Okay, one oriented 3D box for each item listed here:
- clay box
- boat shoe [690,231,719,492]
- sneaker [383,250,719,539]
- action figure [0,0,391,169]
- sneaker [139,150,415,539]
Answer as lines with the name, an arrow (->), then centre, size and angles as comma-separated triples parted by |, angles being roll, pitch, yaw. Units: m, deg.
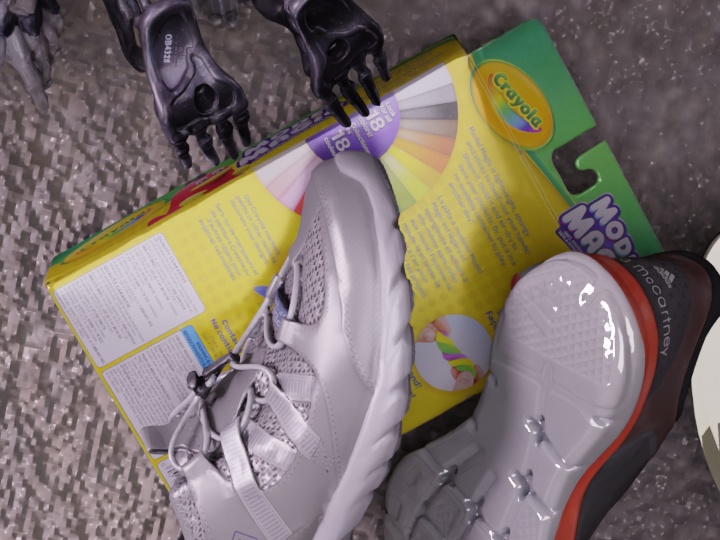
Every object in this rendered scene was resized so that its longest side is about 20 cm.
clay box -> 0.000, 0.000, 0.804 | 0.200, 0.048, 0.115 | -29, 104, 3
boat shoe -> 0.165, 0.072, 0.815 | 0.073, 0.063, 0.202 | -21, 104, 2
sneaker -> 0.075, 0.068, 0.786 | 0.077, 0.082, 0.200 | 57, 140, 25
action figure -> -0.083, -0.108, 0.746 | 0.119, 0.200, 0.102 | -27, 141, -20
sneaker -> -0.033, 0.054, 0.751 | 0.082, 0.075, 0.201 | 11, 105, -9
